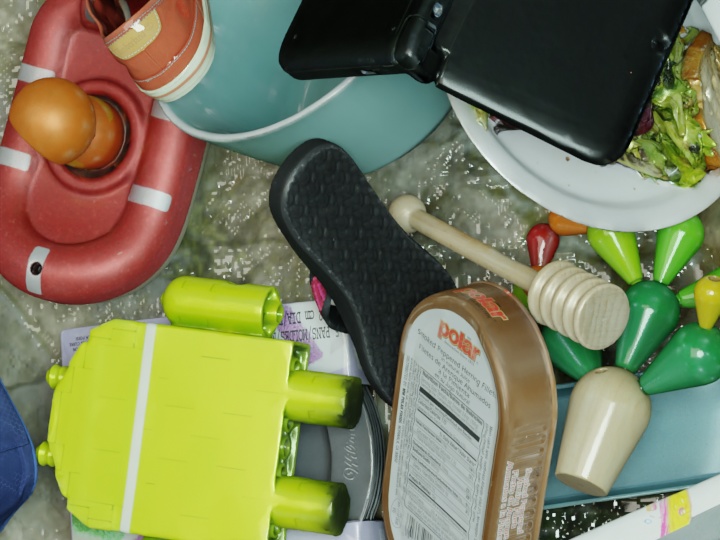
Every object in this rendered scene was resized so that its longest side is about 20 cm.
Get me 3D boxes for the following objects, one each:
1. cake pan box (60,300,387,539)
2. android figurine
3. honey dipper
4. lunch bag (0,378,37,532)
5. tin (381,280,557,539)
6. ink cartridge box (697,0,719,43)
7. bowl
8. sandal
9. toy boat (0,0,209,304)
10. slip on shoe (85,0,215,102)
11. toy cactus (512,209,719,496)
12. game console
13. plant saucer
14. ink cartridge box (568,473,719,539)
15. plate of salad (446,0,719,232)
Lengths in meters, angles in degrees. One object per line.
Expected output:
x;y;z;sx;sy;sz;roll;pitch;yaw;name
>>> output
-0.077;0.116;1.723;0.199;0.052;0.186;-5;85;21;cake pan box
-0.097;0.095;1.685;0.199;0.041;0.184;4;87;22;android figurine
0.076;-0.004;1.625;0.200;0.038;0.038;28;96;53;honey dipper
-0.300;0.083;1.744;0.201;0.132;0.136;61;144;17;lunch bag
0.059;0.103;1.620;0.112;0.042;0.201;36;129;44;tin
0.226;-0.150;1.592;0.068;0.116;0.201;-31;74;16;ink cartridge box
-0.011;-0.133;1.669;0.200;0.105;0.202;-23;47;28;bowl
0.000;0.000;1.649;0.045;0.200;0.075;18;59;46;sandal
-0.166;-0.081;1.734;0.130;0.131;0.201;14;90;22;toy boat
-0.130;-0.179;1.689;0.074;0.061;0.201;-36;39;18;slip on shoe
0.151;0.046;1.605;0.199;0.102;0.166;12;71;36;toy cactus
0.079;-0.164;1.548;0.175;0.116;0.201;0;59;51;game console
0.158;0.093;1.648;0.199;0.019;0.070;-10;81;21;plant saucer
0.188;0.167;1.559;0.199;0.145;0.088;-24;75;19;ink cartridge box
0.134;-0.118;1.601;0.048;0.199;0.201;-41;65;59;plate of salad
